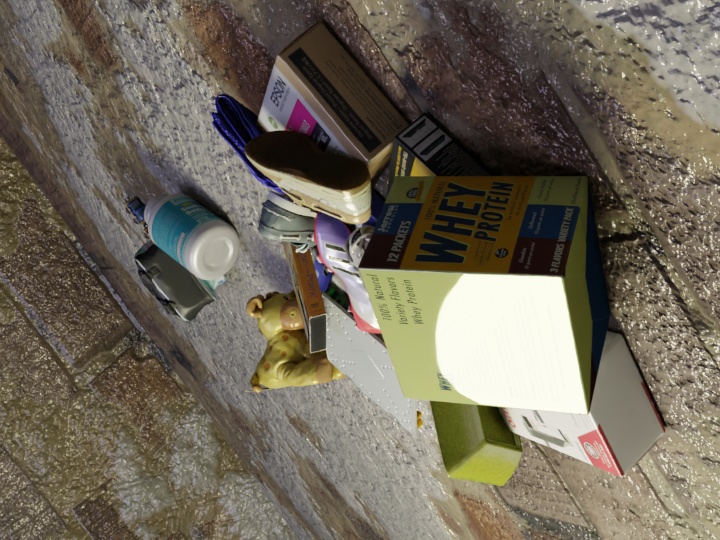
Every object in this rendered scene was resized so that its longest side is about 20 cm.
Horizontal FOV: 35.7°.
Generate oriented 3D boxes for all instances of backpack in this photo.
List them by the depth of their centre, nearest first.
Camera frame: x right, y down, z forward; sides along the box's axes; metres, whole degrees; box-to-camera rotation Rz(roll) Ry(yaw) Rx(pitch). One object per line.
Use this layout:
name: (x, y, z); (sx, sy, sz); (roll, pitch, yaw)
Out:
backpack: (-0.363, 0.005, 2.224); (0.178, 0.150, 0.200); (51, 166, -8)

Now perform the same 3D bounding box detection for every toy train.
toy train: (-0.447, -0.078, 2.433); (0.201, 0.034, 0.046); (54, 156, -8)

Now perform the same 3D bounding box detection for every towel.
towel: (-0.131, -0.153, 1.496); (0.148, 0.049, 0.200); (53, -175, 7)

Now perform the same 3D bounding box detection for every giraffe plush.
giraffe plush: (-0.115, 0.113, 1.900); (0.173, 0.197, 0.164); (5, -104, -80)

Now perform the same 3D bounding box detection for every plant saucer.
plant saucer: (0.141, 0.155, 1.376); (0.199, 0.047, 0.202); (26, -132, -60)

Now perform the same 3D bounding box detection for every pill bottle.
pill bottle: (-0.318, -0.071, 2.059); (0.199, 0.111, 0.111); (33, 154, 39)

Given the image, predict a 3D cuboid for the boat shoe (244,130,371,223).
boat shoe: (-0.062, -0.105, 1.295); (0.199, 0.074, 0.067); (31, 146, 43)

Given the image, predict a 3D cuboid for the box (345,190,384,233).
box: (-0.005, -0.078, 1.498); (0.200, 0.032, 0.121); (46, 160, 17)

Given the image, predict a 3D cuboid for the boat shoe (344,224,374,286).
boat shoe: (0.015, -0.020, 1.362); (0.070, 0.071, 0.200); (43, -178, -10)

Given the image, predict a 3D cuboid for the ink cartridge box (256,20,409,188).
ink cartridge box: (-0.038, -0.175, 1.341); (0.165, 0.075, 0.200); (48, 161, 4)

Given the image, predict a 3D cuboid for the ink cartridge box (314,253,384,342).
ink cartridge box: (-0.016, 0.062, 1.746); (0.200, 0.040, 0.200); (48, 159, 10)

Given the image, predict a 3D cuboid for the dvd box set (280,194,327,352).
dvd box set: (-0.087, 0.005, 1.676); (0.147, 0.029, 0.202); (96, 160, -66)

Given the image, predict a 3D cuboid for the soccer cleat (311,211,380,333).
soccer cleat: (0.000, 0.000, 1.510); (0.076, 0.067, 0.201); (-7, 122, 31)

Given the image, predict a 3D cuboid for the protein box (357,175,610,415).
protein box: (0.131, 0.023, 1.118); (0.198, 0.136, 0.200); (2, 136, 23)

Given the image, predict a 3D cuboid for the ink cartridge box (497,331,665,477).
ink cartridge box: (0.230, 0.133, 1.283); (0.199, 0.083, 0.148); (14, 139, 59)

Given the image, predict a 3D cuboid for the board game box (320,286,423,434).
board game box: (0.019, 0.137, 1.705); (0.199, 0.026, 0.201); (39, 155, 27)

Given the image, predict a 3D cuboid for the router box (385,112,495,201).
router box: (0.101, -0.061, 1.270); (0.157, 0.052, 0.201); (44, 159, 19)

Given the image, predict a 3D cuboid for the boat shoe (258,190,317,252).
boat shoe: (-0.089, -0.060, 1.557); (0.072, 0.062, 0.200); (27, -179, 19)
